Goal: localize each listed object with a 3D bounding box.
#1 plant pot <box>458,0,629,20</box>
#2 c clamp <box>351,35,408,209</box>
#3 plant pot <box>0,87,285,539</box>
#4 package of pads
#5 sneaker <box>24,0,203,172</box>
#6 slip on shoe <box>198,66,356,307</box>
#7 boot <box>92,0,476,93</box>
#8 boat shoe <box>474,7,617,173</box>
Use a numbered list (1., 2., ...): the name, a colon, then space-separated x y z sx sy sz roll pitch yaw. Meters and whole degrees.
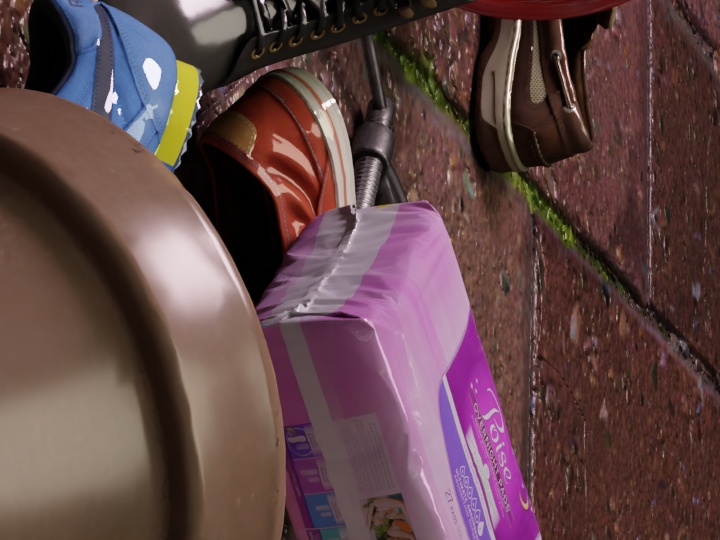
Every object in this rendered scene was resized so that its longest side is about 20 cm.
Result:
1. plant pot: 0.090 -0.259 1.472 0.183 0.199 0.201 -82 156 -45
2. c clamp: 0.000 0.000 1.416 0.171 0.027 0.201 70 23 -47
3. plant pot: -0.149 0.056 0.824 0.174 0.199 0.202 -15 99 -50
4. package of pads: 0.016 0.082 1.217 0.121 0.075 0.201 -56 132 -58
5. sneaker: -0.120 -0.009 1.067 0.078 0.066 0.201 29 61 -30
6. slip on shoe: -0.031 0.010 1.287 0.061 0.074 0.201 -28 124 -30
7. boot: -0.030 -0.114 1.200 0.200 0.137 0.078 -49 130 -61
8. boat shoe: 0.113 -0.151 1.669 0.075 0.074 0.204 44 45 -59
